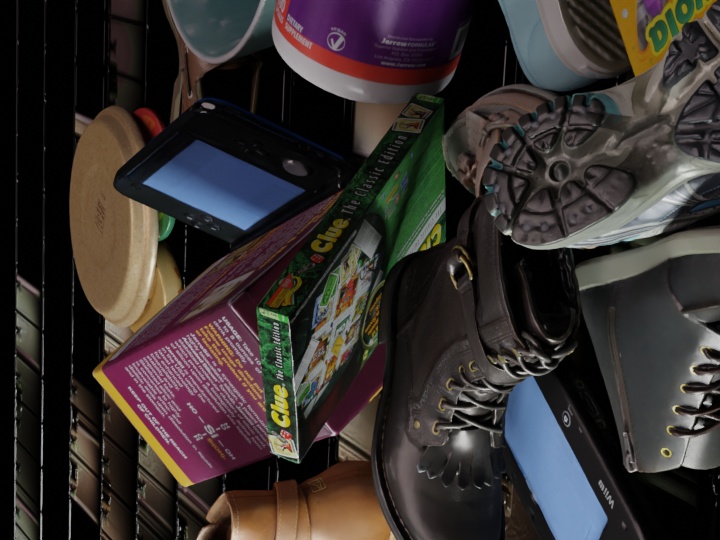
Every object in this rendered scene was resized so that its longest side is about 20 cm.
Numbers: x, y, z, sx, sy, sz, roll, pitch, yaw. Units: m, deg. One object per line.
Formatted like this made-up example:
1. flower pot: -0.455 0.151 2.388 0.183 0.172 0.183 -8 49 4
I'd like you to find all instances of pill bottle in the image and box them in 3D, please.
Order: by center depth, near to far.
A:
1. pill bottle: 0.022 -0.201 0.964 0.112 0.112 0.200 57 141 44

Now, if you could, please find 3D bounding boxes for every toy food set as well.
1. toy food set: -0.204 -0.049 1.499 0.200 0.049 0.198 31 120 59

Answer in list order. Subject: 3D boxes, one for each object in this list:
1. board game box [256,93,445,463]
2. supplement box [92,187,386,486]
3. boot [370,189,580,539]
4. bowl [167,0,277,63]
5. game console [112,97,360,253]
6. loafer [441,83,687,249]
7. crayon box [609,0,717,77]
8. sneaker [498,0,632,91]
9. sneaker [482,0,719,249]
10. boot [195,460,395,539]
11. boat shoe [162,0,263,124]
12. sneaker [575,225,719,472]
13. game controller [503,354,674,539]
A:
1. board game box: 0.000 0.000 0.934 0.023 0.200 0.105 13 132 21
2. supplement box: -0.057 0.044 1.080 0.103 0.131 0.200 52 146 -8
3. boot: 0.060 0.052 0.855 0.174 0.069 0.200 142 123 -68
4. bowl: -0.049 -0.233 1.108 0.201 0.105 0.201 11 102 63
5. game console: -0.082 -0.012 1.198 0.200 0.171 0.118 -28 42 61
6. loafer: 0.089 -0.052 0.892 0.200 0.063 0.072 22 131 60
7. crayon box: 0.158 -0.163 0.769 0.126 0.052 0.200 -48 52 55
8. sneaker: 0.086 -0.187 0.882 0.082 0.074 0.200 -21 74 59
9. sneaker: 0.154 -0.064 0.738 0.200 0.086 0.078 -19 75 29
10. boot: -0.035 0.196 1.077 0.074 0.155 0.200 53 138 47
11. boat shoe: -0.099 -0.165 1.266 0.068 0.072 0.200 37 135 51
12. sneaker: 0.168 0.034 0.764 0.200 0.075 0.106 158 102 -71
13. game controller: 0.106 0.101 0.900 0.104 0.042 0.200 89 160 -51
